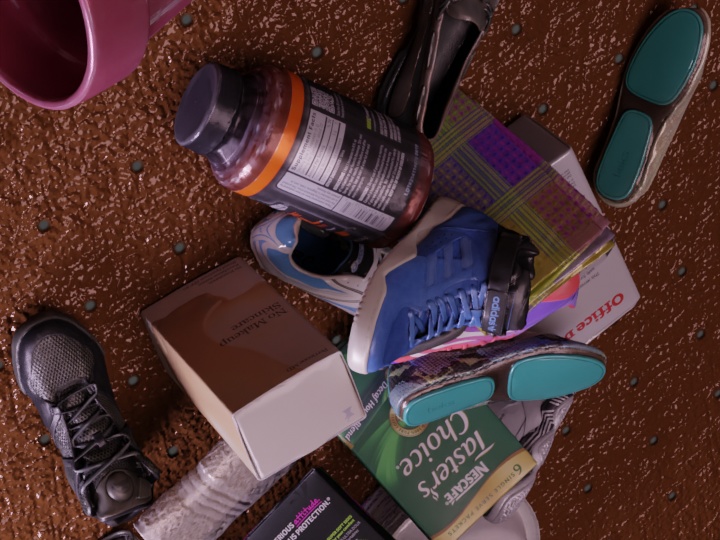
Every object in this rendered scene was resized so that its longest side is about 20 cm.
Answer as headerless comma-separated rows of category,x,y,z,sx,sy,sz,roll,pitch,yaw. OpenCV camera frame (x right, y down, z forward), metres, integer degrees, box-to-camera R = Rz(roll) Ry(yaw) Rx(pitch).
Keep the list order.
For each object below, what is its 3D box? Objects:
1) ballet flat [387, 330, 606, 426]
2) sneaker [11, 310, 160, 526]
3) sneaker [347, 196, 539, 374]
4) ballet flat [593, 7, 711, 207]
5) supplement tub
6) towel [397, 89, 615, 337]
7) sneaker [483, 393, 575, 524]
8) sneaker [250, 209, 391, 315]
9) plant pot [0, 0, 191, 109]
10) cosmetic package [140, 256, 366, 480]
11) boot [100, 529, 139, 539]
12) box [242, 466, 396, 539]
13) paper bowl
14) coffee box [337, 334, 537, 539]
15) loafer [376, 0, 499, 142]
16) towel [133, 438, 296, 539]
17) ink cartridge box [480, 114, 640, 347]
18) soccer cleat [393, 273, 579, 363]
ballet flat,0.116,0.081,1.576,0.199,0.074,0.075,-9,120,-18
sneaker,-0.217,0.127,1.463,0.076,0.114,0.200,-27,124,-19
sneaker,0.074,0.023,1.415,0.200,0.111,0.077,-50,156,-47
ballet flat,0.270,-0.153,1.659,0.062,0.067,0.201,-10,128,-60
supplement tub,-0.047,-0.097,1.442,0.199,0.107,0.107,22,102,-27
towel,0.100,-0.048,1.523,0.144,0.200,0.023,-41,157,-9
sneaker,0.128,0.128,1.694,0.115,0.075,0.200,31,64,-8
sneaker,0.000,0.000,1.538,0.199,0.072,0.072,20,79,-31
plant pot,-0.181,-0.238,1.248,0.179,0.200,0.201,-34,130,-31
cosmetic package,-0.090,0.074,1.453,0.105,0.200,0.071,-31,123,-15
boot,-0.219,0.351,1.608,0.182,0.072,0.200,-50,138,-17
box,-0.011,0.286,1.596,0.124,0.149,0.200,-45,86,-3
paper bowl,0.086,0.287,1.744,0.200,0.104,0.201,-14,120,-25
coffee box,0.050,0.138,1.611,0.123,0.044,0.200,-41,94,-7
loafer,0.080,-0.199,1.502,0.072,0.063,0.201,12,108,-36
towel,-0.121,0.185,1.540,0.133,0.034,0.200,-44,167,-4
ink cartridge box,0.148,-0.014,1.630,0.146,0.084,0.200,-36,128,-8
soccer cleat,0.099,0.041,1.544,0.199,0.068,0.073,-25,133,-8
